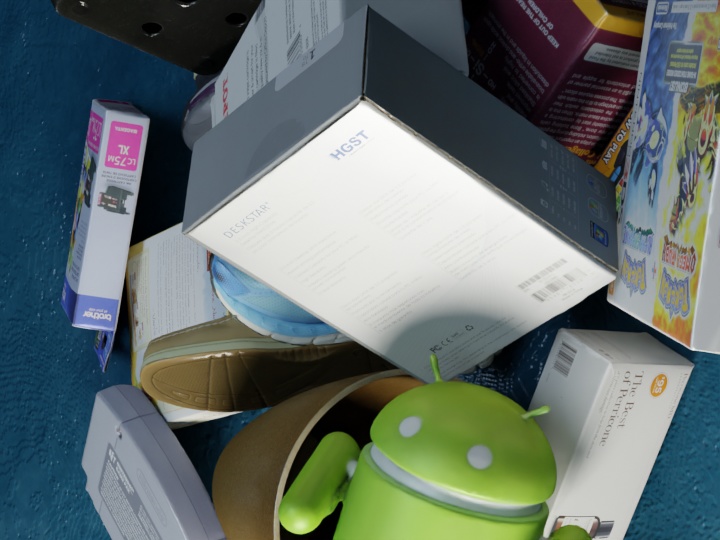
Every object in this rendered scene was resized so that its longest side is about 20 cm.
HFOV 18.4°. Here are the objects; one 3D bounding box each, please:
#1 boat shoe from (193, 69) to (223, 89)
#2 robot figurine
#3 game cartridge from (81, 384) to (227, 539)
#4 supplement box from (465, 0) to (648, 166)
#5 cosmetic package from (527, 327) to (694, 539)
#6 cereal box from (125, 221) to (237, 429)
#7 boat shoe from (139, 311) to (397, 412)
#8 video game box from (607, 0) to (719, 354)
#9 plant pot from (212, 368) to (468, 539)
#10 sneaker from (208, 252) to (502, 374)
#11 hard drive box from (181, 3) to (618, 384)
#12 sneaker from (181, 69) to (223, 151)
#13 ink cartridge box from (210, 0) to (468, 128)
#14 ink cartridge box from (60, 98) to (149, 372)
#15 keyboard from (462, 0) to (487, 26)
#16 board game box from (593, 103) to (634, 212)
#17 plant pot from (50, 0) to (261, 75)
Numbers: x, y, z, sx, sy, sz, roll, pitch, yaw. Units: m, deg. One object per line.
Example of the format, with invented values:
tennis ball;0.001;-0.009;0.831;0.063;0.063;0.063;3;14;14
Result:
boat shoe;-0.049;-0.146;1.586;0.200;0.074;0.062;-19;79;50
robot figurine;0.045;0.155;1.308;0.175;0.116;0.200;22;103;16
game cartridge;-0.147;0.188;1.653;0.200;0.040;0.133;57;152;28
supplement box;0.112;-0.101;1.378;0.200;0.110;0.086;-56;50;28
cosmetic package;0.130;0.136;1.365;0.051;0.082;0.200;34;112;41
cereal box;-0.120;0.038;1.632;0.200;0.039;0.144;-18;73;62
boat shoe;-0.052;0.046;1.511;0.074;0.199;0.067;92;169;-52
video game box;0.183;-0.057;1.192;0.200;0.047;0.183;-135;50;-82
plant pot;-0.017;0.152;1.468;0.200;0.186;0.187;2;89;61
sneaker;0.000;0.000;1.445;0.090;0.199;0.079;92;-170;-51
hard drive box;0.025;-0.036;1.274;0.156;0.200;0.077;-34;37;35
sneaker;-0.040;-0.099;1.514;0.200;0.074;0.088;-13;43;25
ink cartridge box;-0.017;-0.117;1.359;0.200;0.084;0.146;125;150;-45
ink cartridge box;-0.202;-0.029;1.726;0.119;0.042;0.201;-145;62;-76
keyboard;0.065;-0.202;1.465;0.127;0.021;0.200;-53;34;22
board game box;0.241;-0.079;1.279;0.165;0.057;0.200;52;123;37
plant pot;-0.121;-0.257;1.546;0.199;0.200;0.178;-35;47;40
